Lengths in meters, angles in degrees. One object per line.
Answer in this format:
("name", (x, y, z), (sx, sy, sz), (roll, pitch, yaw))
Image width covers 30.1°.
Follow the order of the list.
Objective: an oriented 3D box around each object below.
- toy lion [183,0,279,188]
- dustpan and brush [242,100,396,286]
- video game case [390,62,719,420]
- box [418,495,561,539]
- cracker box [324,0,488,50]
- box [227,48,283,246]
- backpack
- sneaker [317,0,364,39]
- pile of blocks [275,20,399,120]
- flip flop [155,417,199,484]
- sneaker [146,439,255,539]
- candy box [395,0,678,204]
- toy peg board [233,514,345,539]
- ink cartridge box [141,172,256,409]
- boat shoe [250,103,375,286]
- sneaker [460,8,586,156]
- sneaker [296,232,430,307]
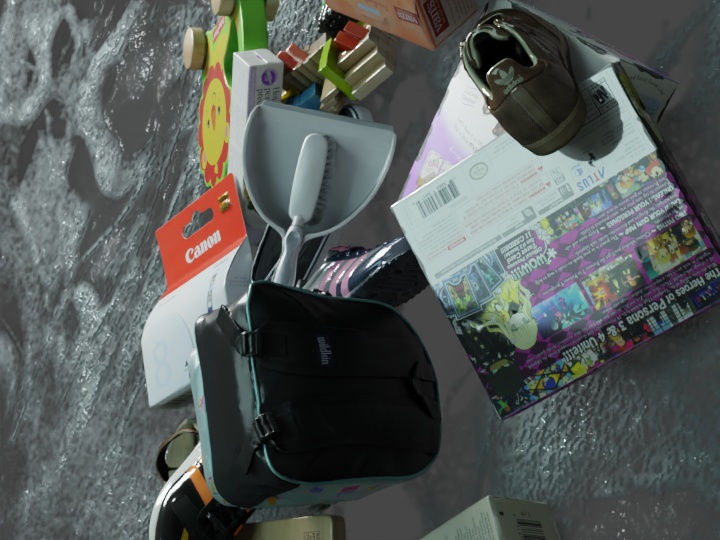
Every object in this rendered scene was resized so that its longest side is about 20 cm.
("toy lion", (-0.135, -0.187, 1.404), (0.200, 0.068, 0.192), (137, 131, -62))
("dustpan and brush", (-0.052, -0.054, 1.214), (0.057, 0.139, 0.201), (70, -148, -82))
("video game case", (0.143, -0.018, 0.953), (0.200, 0.036, 0.182), (-33, 77, 25))
("box", (0.067, 0.252, 1.032), (0.200, 0.068, 0.082), (-41, 50, 39))
("cracker box", (0.073, -0.276, 1.089), (0.200, 0.058, 0.134), (-45, 47, -17))
("box", (-0.107, -0.119, 1.335), (0.041, 0.039, 0.200), (42, 135, 48))
("backpack", (-0.037, 0.109, 1.107), (0.153, 0.200, 0.176), (-36, 59, 49))
("sneaker", (0.024, -0.291, 1.244), (0.200, 0.078, 0.085), (-26, 59, 46))
("pile of blocks", (-0.045, -0.188, 1.287), (0.200, 0.062, 0.082), (-17, 43, 54))
("flip flop", (-0.172, 0.191, 1.329), (0.200, 0.057, 0.081), (168, 95, -72))
("sneaker", (-0.112, 0.186, 1.167), (0.090, 0.070, 0.200), (-20, 27, 36))
("candy box", (0.131, -0.095, 1.052), (0.168, 0.071, 0.200), (44, 115, 49))
("toy peg board", (-0.068, 0.327, 1.179), (0.199, 0.098, 0.201), (-14, 68, 37))
("ink cartridge box", (-0.168, 0.021, 1.346), (0.160, 0.047, 0.200), (-31, 65, 45))
("boat shoe", (-0.050, -0.069, 1.279), (0.072, 0.068, 0.200), (40, 110, 50))
("sneaker", (0.105, -0.156, 0.943), (0.070, 0.076, 0.200), (-40, 28, 12))
("sneaker", (0.000, 0.000, 1.194), (0.200, 0.070, 0.082), (-38, 53, 38))
